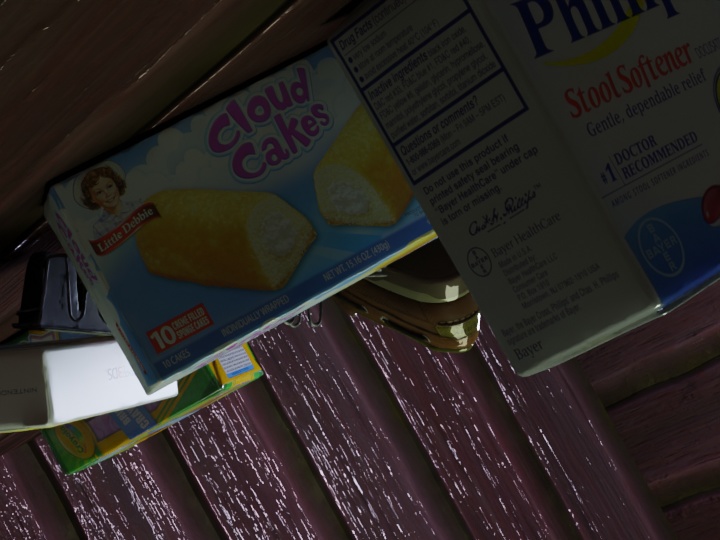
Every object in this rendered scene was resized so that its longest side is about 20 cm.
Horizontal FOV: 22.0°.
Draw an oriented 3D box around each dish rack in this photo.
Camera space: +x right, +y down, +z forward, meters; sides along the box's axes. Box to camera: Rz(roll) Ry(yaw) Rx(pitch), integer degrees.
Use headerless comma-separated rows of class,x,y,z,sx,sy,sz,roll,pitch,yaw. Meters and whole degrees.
dish rack,-0.090,0.010,1.106,0.200,0.055,0.153,-4,174,35

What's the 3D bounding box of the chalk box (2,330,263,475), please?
chalk box,-0.206,0.086,1.527,0.200,0.124,0.124,-30,177,14

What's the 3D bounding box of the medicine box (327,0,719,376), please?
medicine box,0.116,-0.078,0.927,0.182,0.200,0.103,-27,177,-43

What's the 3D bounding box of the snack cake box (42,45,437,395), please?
snack cake box,-0.050,-0.034,0.964,0.200,0.115,0.067,-29,177,-15

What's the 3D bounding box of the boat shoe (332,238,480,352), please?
boat shoe,0.000,0.000,1.236,0.072,0.068,0.200,-28,-143,-28

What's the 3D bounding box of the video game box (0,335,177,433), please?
video game box,-0.220,0.067,1.036,0.182,0.047,0.200,-4,180,13
